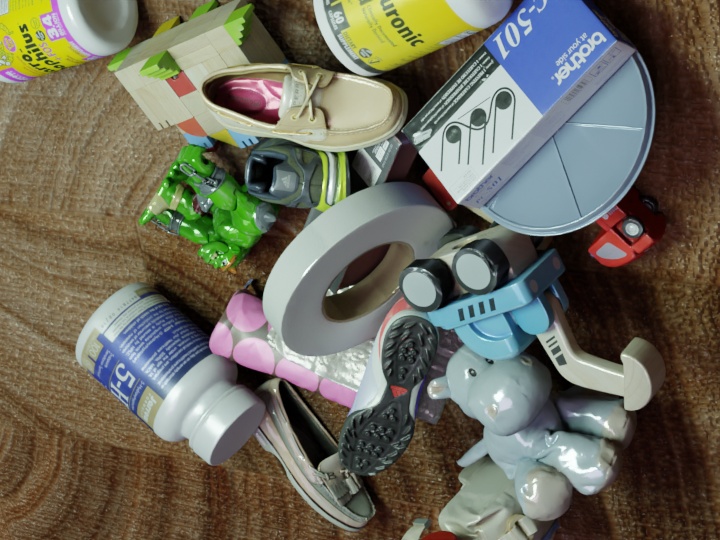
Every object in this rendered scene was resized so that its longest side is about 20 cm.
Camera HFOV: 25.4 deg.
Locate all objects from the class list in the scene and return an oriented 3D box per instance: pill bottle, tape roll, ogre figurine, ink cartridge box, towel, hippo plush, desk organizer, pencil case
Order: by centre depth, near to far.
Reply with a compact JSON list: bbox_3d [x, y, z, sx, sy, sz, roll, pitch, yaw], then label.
[{"bbox_3d":[0.065,-0.253,1.400,0.200,0.111,0.111,-20,109,36],"label":"pill bottle"},{"bbox_3d":[0.136,-0.157,1.401,0.200,0.044,0.094,-46,63,20],"label":"ink cartridge box"},{"bbox_3d":[0.000,0.000,1.530,0.037,0.202,0.203,50,137,29],"label":"tape roll"},{"bbox_3d":[0.014,-0.077,1.552,0.072,0.077,0.200,50,136,28],"label":"desk organizer"},{"bbox_3d":[0.165,0.123,1.558,0.161,0.159,0.200,58,169,-26],"label":"hippo plush"},{"bbox_3d":[-0.330,-0.251,1.629,0.200,0.104,0.104,-11,114,35],"label":"pill bottle"},{"bbox_3d":[0.013,0.060,1.636,0.199,0.034,0.133,22,85,14],"label":"towel"},{"bbox_3d":[-0.152,-0.064,1.653,0.120,0.098,0.200,32,139,-6],"label":"ogre figurine"},{"bbox_3d":[-0.056,0.086,1.709,0.200,0.094,0.091,24,84,15],"label":"pencil case"},{"bbox_3d":[-0.206,0.117,1.767,0.200,0.120,0.120,39,132,18],"label":"pill bottle"}]

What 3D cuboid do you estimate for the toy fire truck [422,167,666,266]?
[{"bbox_3d":[0.172,-0.066,1.502,0.200,0.049,0.141,43,131,-2],"label":"toy fire truck"}]

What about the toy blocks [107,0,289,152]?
[{"bbox_3d":[-0.142,-0.180,1.589,0.200,0.100,0.137,-17,122,36],"label":"toy blocks"}]

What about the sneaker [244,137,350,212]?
[{"bbox_3d":[-0.077,-0.100,1.541,0.200,0.081,0.074,-162,77,-66],"label":"sneaker"}]

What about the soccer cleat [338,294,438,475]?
[{"bbox_3d":[0.030,0.113,1.575,0.068,0.073,0.200,16,118,-5],"label":"soccer cleat"}]

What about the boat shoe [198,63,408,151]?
[{"bbox_3d":[-0.057,-0.152,1.463,0.199,0.069,0.074,3,82,23],"label":"boat shoe"}]

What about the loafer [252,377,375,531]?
[{"bbox_3d":[-0.051,0.206,1.798,0.200,0.072,0.063,47,124,-2],"label":"loafer"}]

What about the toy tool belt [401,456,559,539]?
[{"bbox_3d":[0.138,0.286,1.655,0.125,0.200,0.123,-3,117,40],"label":"toy tool belt"}]

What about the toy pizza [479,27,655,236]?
[{"bbox_3d":[0.172,-0.129,1.420,0.200,0.032,0.201,-5,81,34],"label":"toy pizza"}]

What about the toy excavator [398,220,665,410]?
[{"bbox_3d":[0.162,0.046,1.471,0.194,0.100,0.200,-19,104,40],"label":"toy excavator"}]
